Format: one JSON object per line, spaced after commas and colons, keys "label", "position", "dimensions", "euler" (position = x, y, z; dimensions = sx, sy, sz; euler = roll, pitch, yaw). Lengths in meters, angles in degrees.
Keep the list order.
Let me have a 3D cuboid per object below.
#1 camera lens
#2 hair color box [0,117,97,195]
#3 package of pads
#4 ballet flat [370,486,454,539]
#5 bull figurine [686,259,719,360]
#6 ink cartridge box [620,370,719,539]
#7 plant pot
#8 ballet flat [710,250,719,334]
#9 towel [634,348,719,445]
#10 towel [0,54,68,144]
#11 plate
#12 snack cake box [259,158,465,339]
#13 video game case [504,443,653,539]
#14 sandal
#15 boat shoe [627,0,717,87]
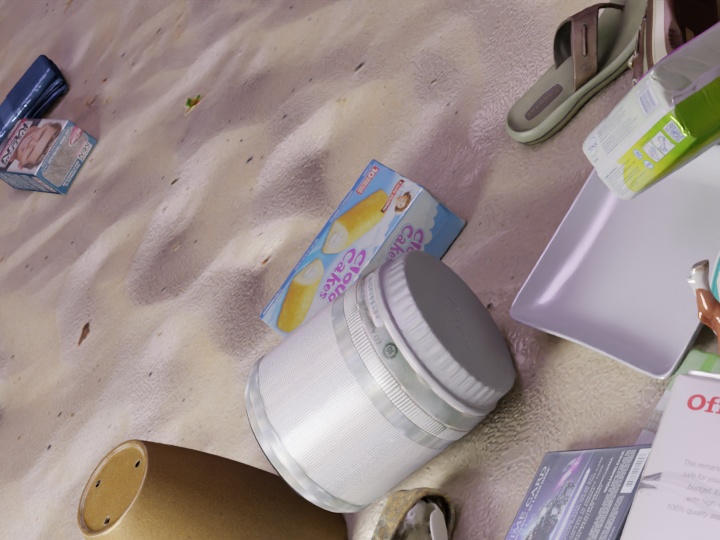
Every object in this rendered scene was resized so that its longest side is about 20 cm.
{"label": "camera lens", "position": [0.012, 0.098, 1.340], "dimensions": [0.200, 0.160, 0.161], "euler": [-39, 34, 22]}
{"label": "hair color box", "position": [-0.486, -0.176, 2.373], "dimensions": [0.199, 0.060, 0.101], "euler": [9, 67, 55]}
{"label": "package of pads", "position": [0.277, -0.144, 1.198], "dimensions": [0.199, 0.068, 0.155], "euler": [-32, -8, -19]}
{"label": "ballet flat", "position": [0.031, 0.242, 1.232], "dimensions": [0.070, 0.071, 0.200], "euler": [-30, 19, 33]}
{"label": "bull figurine", "position": [0.320, 0.020, 1.045], "dimensions": [0.199, 0.122, 0.065], "euler": [-24, 7, 33]}
{"label": "ink cartridge box", "position": [0.249, 0.178, 0.990], "dimensions": [0.146, 0.083, 0.201], "euler": [7, 65, 40]}
{"label": "plant pot", "position": [-0.143, 0.236, 1.374], "dimensions": [0.186, 0.200, 0.187], "euler": [-32, 37, 28]}
{"label": "ballet flat", "position": [0.315, -0.041, 1.157], "dimensions": [0.069, 0.069, 0.202], "euler": [30, 108, 59]}
{"label": "towel", "position": [0.244, 0.158, 1.109], "dimensions": [0.201, 0.031, 0.149], "euler": [-56, 34, -10]}
{"label": "towel", "position": [-0.562, -0.259, 2.569], "dimensions": [0.200, 0.048, 0.112], "euler": [-50, 31, 7]}
{"label": "plate", "position": [0.236, -0.016, 1.270], "dimensions": [0.199, 0.032, 0.201], "euler": [22, 79, 54]}
{"label": "snack cake box", "position": [0.000, 0.000, 1.545], "dimensions": [0.201, 0.067, 0.115], "euler": [-54, 30, -1]}
{"label": "video game case", "position": [0.149, 0.194, 1.131], "dimensions": [0.144, 0.019, 0.200], "euler": [-62, 9, -15]}
{"label": "sandal", "position": [0.207, -0.205, 1.482], "dimensions": [0.201, 0.057, 0.080], "euler": [-48, 32, 8]}
{"label": "boat shoe", "position": [0.267, -0.200, 1.386], "dimensions": [0.075, 0.074, 0.204], "euler": [-30, 38, 43]}
